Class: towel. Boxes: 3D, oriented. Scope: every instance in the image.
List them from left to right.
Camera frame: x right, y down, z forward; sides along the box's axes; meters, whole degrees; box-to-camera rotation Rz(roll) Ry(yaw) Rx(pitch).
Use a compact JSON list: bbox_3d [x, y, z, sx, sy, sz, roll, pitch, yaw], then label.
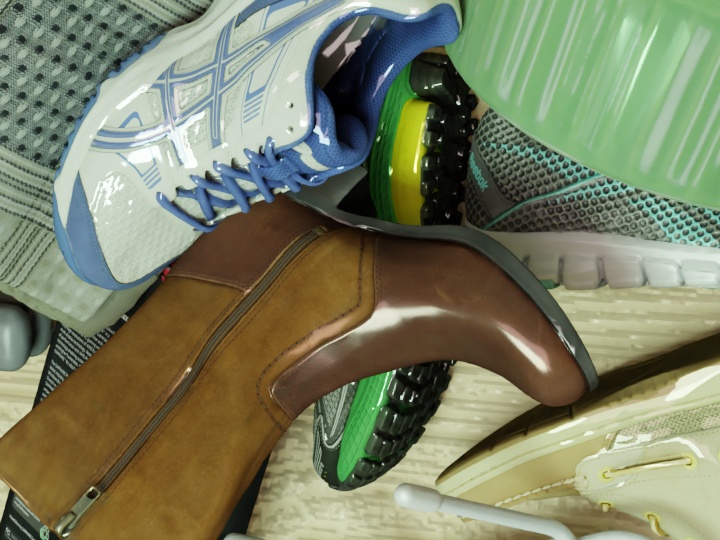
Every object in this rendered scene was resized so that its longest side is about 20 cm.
[{"bbox_3d":[-0.103,-0.068,0.982,0.193,0.200,0.035,-48,54,7],"label":"towel"}]

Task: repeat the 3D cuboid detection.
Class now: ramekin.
[{"bbox_3d":[0.129,-0.105,0.956,0.200,0.200,0.098,25,116,10],"label":"ramekin"}]

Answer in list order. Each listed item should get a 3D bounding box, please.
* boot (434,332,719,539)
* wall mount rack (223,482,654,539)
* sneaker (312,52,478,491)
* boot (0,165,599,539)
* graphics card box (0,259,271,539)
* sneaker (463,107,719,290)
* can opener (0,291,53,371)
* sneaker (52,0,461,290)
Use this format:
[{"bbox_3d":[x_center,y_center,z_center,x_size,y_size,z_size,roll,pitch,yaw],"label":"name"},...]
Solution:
[{"bbox_3d":[0.146,0.117,1.065,0.200,0.073,0.156,-22,97,17],"label":"boot"},{"bbox_3d":[0.045,0.149,1.054,0.200,0.075,0.174,-22,111,45],"label":"wall mount rack"},{"bbox_3d":[0.000,0.000,1.087,0.085,0.078,0.201,8,96,22],"label":"sneaker"},{"bbox_3d":[-0.028,0.057,0.971,0.188,0.069,0.200,35,73,19],"label":"boot"},{"bbox_3d":[-0.102,0.087,1.112,0.125,0.051,0.201,33,112,43],"label":"graphics card box"},{"bbox_3d":[0.134,-0.038,1.033,0.199,0.078,0.092,0,94,12],"label":"sneaker"},{"bbox_3d":[-0.247,0.004,1.165,0.199,0.053,0.067,5,105,14],"label":"can opener"},{"bbox_3d":[-0.044,-0.059,0.950,0.200,0.075,0.088,-50,52,16],"label":"sneaker"}]
